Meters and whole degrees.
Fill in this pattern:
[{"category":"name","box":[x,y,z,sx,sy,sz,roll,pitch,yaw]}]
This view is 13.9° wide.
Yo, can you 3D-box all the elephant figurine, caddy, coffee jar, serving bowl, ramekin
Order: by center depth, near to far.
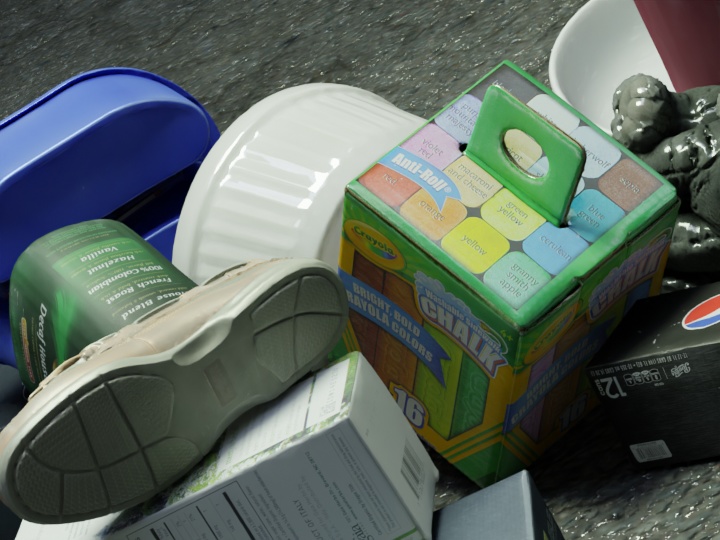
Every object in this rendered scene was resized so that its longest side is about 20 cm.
[{"category":"elephant figurine","box":[0.222,-0.042,1.516,0.200,0.141,0.155,-5,55,53]},{"category":"coffee jar","box":[-0.102,0.053,1.522,0.085,0.105,0.200,-19,30,-29]},{"category":"ramekin","box":[0.000,0.000,1.627,0.202,0.203,0.094,-40,33,-29]},{"category":"caddy","box":[-0.156,-0.027,1.663,0.200,0.142,0.105,-33,22,-16]},{"category":"serving bowl","box":[0.215,-0.110,1.748,0.199,0.066,0.200,-9,37,7]}]

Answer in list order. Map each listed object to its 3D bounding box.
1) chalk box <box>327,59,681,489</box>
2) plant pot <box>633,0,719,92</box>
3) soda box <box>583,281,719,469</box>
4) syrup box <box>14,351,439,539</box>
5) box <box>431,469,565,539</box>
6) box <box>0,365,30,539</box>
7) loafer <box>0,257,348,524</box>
[{"category":"chalk box","box":[0.071,-0.008,1.481,0.124,0.200,0.124,39,61,23]},{"category":"plant pot","box":[0.223,-0.190,1.643,0.199,0.179,0.200,-10,37,8]},{"category":"soda box","box":[0.211,0.039,1.405,0.200,0.063,0.071,-13,23,39]},{"category":"syrup box","box":[-0.068,0.126,1.406,0.200,0.082,0.079,-28,17,14]},{"category":"box","box":[0.020,0.180,1.335,0.157,0.051,0.200,-25,18,11]},{"category":"box","box":[-0.147,0.088,1.736,0.148,0.107,0.200,-26,18,7]},{"category":"loafer","box":[-0.097,0.054,1.388,0.200,0.072,0.063,-32,28,-26]}]
